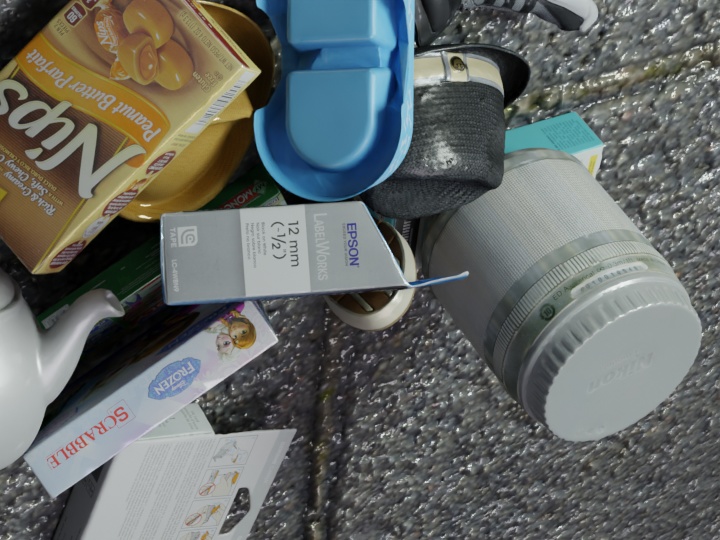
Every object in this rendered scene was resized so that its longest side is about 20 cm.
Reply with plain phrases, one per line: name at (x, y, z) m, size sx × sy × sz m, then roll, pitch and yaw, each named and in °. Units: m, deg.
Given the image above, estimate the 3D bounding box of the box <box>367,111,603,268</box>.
box at (0.100, -0.064, 1.708) m, size 0.199 × 0.049 × 0.083 m, roll -17°, pitch 138°, yaw -23°

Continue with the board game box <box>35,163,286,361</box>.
board game box at (-0.143, -0.003, 1.553) m, size 0.200 × 0.029 × 0.135 m, roll -35°, pitch 172°, yaw -2°

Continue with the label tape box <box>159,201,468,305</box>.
label tape box at (-0.036, -0.014, 1.404) m, size 0.199 × 0.066 × 0.143 m, roll -6°, pitch 180°, yaw -5°

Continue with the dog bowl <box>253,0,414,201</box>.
dog bowl at (-0.014, -0.147, 1.442) m, size 0.111 × 0.201 × 0.050 m, roll 0°, pitch 177°, yaw 21°

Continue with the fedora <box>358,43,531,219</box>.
fedora at (0.046, -0.094, 1.548) m, size 0.200 × 0.092 × 0.201 m, roll -15°, pitch 164°, yaw -5°

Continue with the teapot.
teapot at (-0.303, 0.042, 1.421) m, size 0.200 × 0.197 × 0.147 m, roll -10°, pitch 121°, yaw -48°

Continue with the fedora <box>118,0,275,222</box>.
fedora at (-0.139, -0.096, 1.463) m, size 0.200 × 0.082 × 0.201 m, roll -22°, pitch 141°, yaw -19°

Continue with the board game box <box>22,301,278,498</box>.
board game box at (-0.159, 0.080, 1.565) m, size 0.200 × 0.200 × 0.041 m, roll -35°, pitch 99°, yaw -2°

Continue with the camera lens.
camera lens at (0.153, 0.014, 1.624) m, size 0.159 × 0.200 × 0.160 m, roll -21°, pitch 140°, yaw -19°

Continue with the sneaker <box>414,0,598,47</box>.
sneaker at (0.085, -0.208, 1.528) m, size 0.114 × 0.076 × 0.200 m, roll -46°, pitch 136°, yaw 14°

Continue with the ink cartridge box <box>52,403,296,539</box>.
ink cartridge box at (-0.167, 0.199, 1.788) m, size 0.173 × 0.044 × 0.200 m, roll -2°, pitch 131°, yaw -36°

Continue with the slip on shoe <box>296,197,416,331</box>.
slip on shoe at (0.000, 0.000, 1.572) m, size 0.076 × 0.200 × 0.061 m, roll -37°, pitch 120°, yaw -4°

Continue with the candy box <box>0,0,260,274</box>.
candy box at (-0.178, -0.106, 1.378) m, size 0.200 × 0.115 × 0.055 m, roll -43°, pitch 173°, yaw 8°
